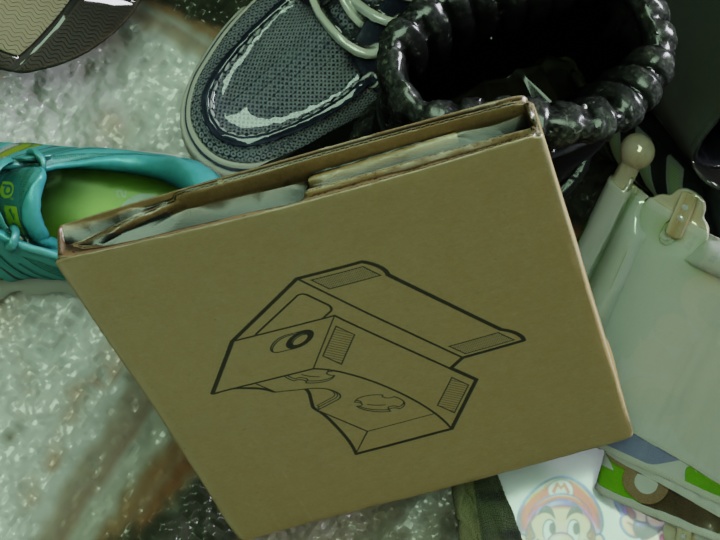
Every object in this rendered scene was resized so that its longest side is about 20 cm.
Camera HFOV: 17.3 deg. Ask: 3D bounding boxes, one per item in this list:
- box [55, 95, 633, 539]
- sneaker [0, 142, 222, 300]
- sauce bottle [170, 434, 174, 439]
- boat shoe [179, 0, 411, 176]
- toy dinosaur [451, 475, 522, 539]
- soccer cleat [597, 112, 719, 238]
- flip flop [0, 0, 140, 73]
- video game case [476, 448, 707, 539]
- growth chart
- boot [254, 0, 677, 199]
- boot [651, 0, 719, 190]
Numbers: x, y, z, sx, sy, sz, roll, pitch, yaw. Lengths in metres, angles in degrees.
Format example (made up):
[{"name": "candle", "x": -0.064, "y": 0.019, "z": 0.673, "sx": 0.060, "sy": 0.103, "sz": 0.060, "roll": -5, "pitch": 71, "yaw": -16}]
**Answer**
[{"name": "box", "x": 0.002, "y": 0.025, "z": 0.833, "sx": 0.162, "sy": 0.200, "sz": 0.021, "roll": -15, "pitch": 55, "yaw": 7}, {"name": "sneaker", "x": -0.145, "y": -0.027, "z": 0.946, "sx": 0.198, "sy": 0.080, "sz": 0.078, "roll": -2, "pitch": 78, "yaw": 0}, {"name": "sauce bottle", "x": 0.000, "y": 0.000, "z": 0.951, "sx": 0.066, "sy": 0.066, "sz": 0.200, "roll": 39, "pitch": 82, "yaw": 7}, {"name": "boat shoe", "x": 0.006, "y": -0.118, "z": 0.960, "sx": 0.200, "sy": 0.093, "sz": 0.075, "roll": -41, "pitch": 81, "yaw": -9}, {"name": "toy dinosaur", "x": 0.041, "y": 0.135, "z": 0.913, "sx": 0.088, "sy": 0.047, "sz": 0.201, "roll": -22, "pitch": 69, "yaw": 5}, {"name": "soccer cleat", "x": 0.134, "y": -0.055, "z": 0.942, "sx": 0.067, "sy": 0.081, "sz": 0.201, "roll": -25, "pitch": 69, "yaw": -23}, {"name": "flip flop", "x": -0.122, "y": -0.166, "z": 0.988, "sx": 0.081, "sy": 0.057, "sz": 0.201, "roll": 29, "pitch": 61, "yaw": -27}, {"name": "video game case", "x": 0.145, "y": 0.102, "z": 0.950, "sx": 0.198, "sy": 0.024, "sz": 0.183, "roll": 2, "pitch": 78, "yaw": 0}, {"name": "growth chart", "x": 0.150, "y": 0.058, "z": 0.900, "sx": 0.199, "sy": 0.018, "sz": 0.145, "roll": 34, "pitch": 121, "yaw": 6}, {"name": "boot", "x": 0.007, "y": -0.031, "z": 0.842, "sx": 0.211, "sy": 0.158, "sz": 0.080, "roll": -34, "pitch": 86, "yaw": -9}, {"name": "boot", "x": 0.153, "y": -0.142, "z": 0.873, "sx": 0.139, "sy": 0.077, "sz": 0.201, "roll": 53, "pitch": 124, "yaw": 38}]
